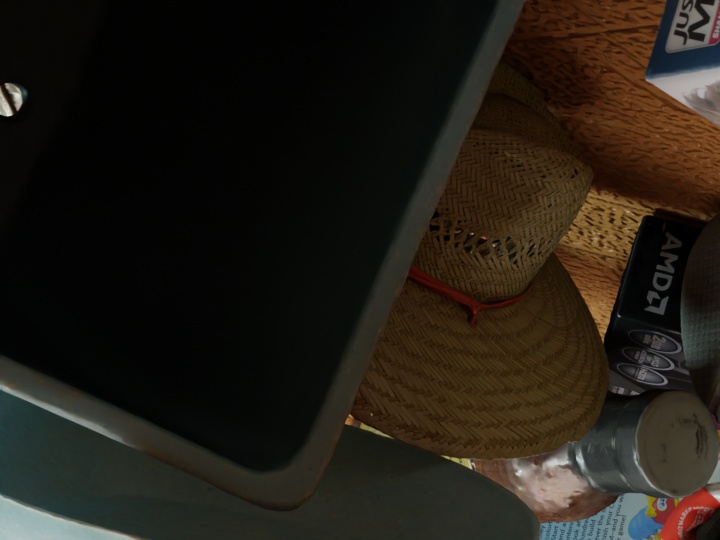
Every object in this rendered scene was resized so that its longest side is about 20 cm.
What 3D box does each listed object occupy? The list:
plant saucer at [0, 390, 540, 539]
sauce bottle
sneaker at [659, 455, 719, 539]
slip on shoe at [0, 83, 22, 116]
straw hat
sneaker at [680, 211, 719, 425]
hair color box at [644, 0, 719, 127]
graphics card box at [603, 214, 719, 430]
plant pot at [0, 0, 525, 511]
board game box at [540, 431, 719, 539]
[{"bbox_3d":[-0.045,0.078,0.748,0.201,0.039,0.201,11,-171,-2],"label":"plant saucer"},{"bbox_3d":[0.068,0.071,0.968,0.066,0.066,0.200,27,163,-28],"label":"sauce bottle"},{"bbox_3d":[0.157,0.098,0.932,0.093,0.070,0.200,28,-168,-17],"label":"sneaker"},{"bbox_3d":[-0.126,-0.073,0.893,0.200,0.061,0.076,30,-177,-24],"label":"slip on shoe"},{"bbox_3d":[0.033,-0.031,0.853,0.201,0.201,0.085,25,124,-24],"label":"straw hat"},{"bbox_3d":[0.189,0.055,0.884,0.080,0.200,0.070,3,132,-40],"label":"sneaker"},{"bbox_3d":[0.184,-0.066,0.641,0.100,0.061,0.200,28,161,-31],"label":"hair color box"},{"bbox_3d":[0.201,0.042,0.995,0.200,0.051,0.125,17,164,5],"label":"graphics card box"},{"bbox_3d":[-0.103,-0.063,0.740,0.196,0.196,0.200,27,171,-30],"label":"plant pot"},{"bbox_3d":[0.157,0.105,1.150,0.200,0.105,0.103,2,158,45],"label":"board game box"}]
